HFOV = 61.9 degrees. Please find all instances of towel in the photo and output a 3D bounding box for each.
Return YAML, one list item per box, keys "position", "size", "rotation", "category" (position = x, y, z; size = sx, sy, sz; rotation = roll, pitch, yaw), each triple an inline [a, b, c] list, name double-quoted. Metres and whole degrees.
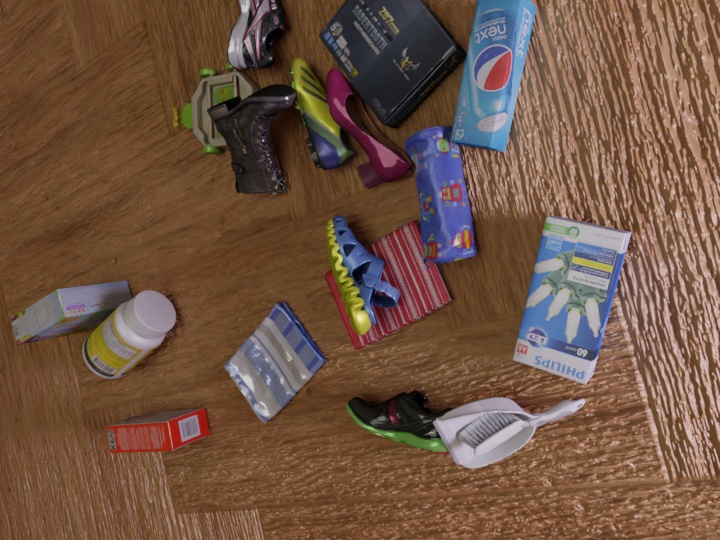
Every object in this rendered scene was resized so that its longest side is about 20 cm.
- position: [0.039, 0.027, 0.973]
  size: [0.199, 0.022, 0.146]
  rotation: [-30, 76, 28]
  category: "towel"
- position: [-0.163, 0.171, 1.110]
  size: [0.200, 0.024, 0.147]
  rotation: [-47, 71, 26]
  category: "towel"

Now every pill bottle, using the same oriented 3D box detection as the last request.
- position: [-0.479, 0.132, 1.249]
  size: [0.200, 0.114, 0.115]
  rotation: [-36, 75, 28]
  category: "pill bottle"

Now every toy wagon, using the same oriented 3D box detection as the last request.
- position: [-0.272, -0.300, 1.129]
  size: [0.198, 0.039, 0.157]
  rotation: [1, 94, 33]
  category: "toy wagon"

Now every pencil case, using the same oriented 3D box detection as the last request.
- position: [0.117, -0.107, 0.882]
  size: [0.087, 0.077, 0.202]
  rotation: [170, 91, -70]
  category: "pencil case"

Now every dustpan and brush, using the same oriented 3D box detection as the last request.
- position: [0.216, 0.215, 0.843]
  size: [0.199, 0.140, 0.057]
  rotation: [-30, 40, -1]
  category: "dustpan and brush"

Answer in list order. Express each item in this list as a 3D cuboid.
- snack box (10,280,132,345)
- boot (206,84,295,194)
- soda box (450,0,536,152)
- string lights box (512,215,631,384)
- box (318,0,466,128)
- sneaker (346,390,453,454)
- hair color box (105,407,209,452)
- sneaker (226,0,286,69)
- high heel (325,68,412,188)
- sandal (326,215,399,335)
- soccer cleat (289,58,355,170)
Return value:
- position: [-0.625, 0.091, 1.304]
  size: [0.199, 0.168, 0.068]
  rotation: [-25, 82, 31]
  category: "snack box"
- position: [-0.165, -0.217, 1.034]
  size: [0.199, 0.069, 0.175]
  rotation: [-3, 119, 36]
  category: "boot"
- position: [0.183, -0.271, 0.831]
  size: [0.064, 0.068, 0.202]
  rotation: [16, 102, 30]
  category: "soda box"
- position: [0.280, 0.036, 0.801]
  size: [0.102, 0.059, 0.202]
  rotation: [16, 102, 28]
  category: "string lights box"
- position: [0.045, -0.347, 0.921]
  size: [0.158, 0.051, 0.201]
  rotation: [-41, 73, 26]
  category: "box"
- position: [0.068, 0.231, 0.953]
  size: [0.199, 0.077, 0.084]
  rotation: [7, 73, 32]
  category: "sneaker"
- position: [-0.418, 0.329, 1.235]
  size: [0.199, 0.101, 0.062]
  rotation: [-12, 88, 33]
  category: "hair color box"
- position: [-0.165, -0.445, 1.042]
  size: [0.086, 0.080, 0.202]
  rotation: [13, 100, 7]
  category: "sneaker"
- position: [0.015, -0.234, 0.939]
  size: [0.096, 0.067, 0.201]
  rotation: [-18, 99, 41]
  category: "high heel"
- position: [0.000, 0.000, 0.952]
  size: [0.086, 0.080, 0.201]
  rotation: [-18, 70, -7]
  category: "sandal"
- position: [-0.063, -0.264, 1.001]
  size: [0.083, 0.065, 0.202]
  rotation: [-18, 79, 2]
  category: "soccer cleat"
